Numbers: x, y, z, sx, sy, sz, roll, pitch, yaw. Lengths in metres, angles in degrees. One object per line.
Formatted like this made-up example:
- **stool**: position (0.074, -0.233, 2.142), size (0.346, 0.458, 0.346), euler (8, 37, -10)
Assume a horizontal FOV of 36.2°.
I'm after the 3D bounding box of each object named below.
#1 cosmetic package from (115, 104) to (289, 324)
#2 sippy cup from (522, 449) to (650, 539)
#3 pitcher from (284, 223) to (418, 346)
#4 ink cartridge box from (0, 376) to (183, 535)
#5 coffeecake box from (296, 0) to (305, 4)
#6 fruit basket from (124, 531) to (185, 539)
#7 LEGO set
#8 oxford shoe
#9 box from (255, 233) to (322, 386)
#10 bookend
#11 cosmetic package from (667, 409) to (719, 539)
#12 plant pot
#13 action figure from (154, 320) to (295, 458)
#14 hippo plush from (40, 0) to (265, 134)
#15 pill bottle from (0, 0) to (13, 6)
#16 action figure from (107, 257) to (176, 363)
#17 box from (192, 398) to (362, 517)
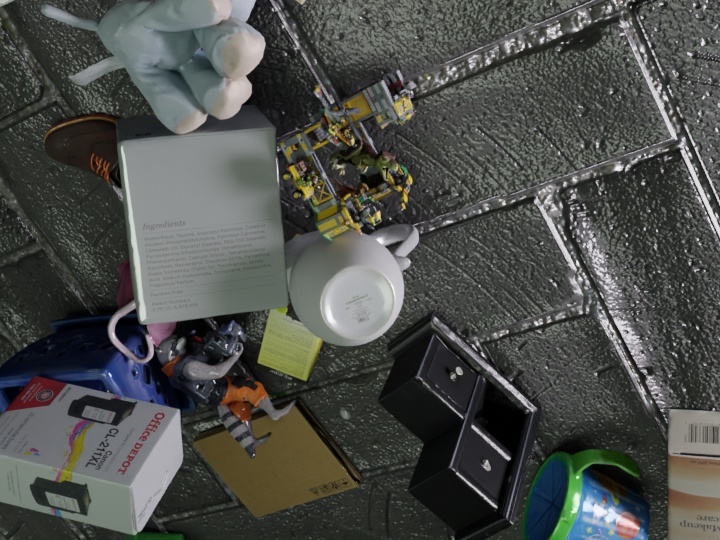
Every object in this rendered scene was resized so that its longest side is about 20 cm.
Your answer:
- **cosmetic package**: position (-0.177, -0.066, 1.216), size (0.166, 0.167, 0.200), euler (-7, 108, -11)
- **sippy cup**: position (0.295, 0.317, 1.416), size (0.130, 0.140, 0.178), euler (21, 153, -8)
- **pitcher**: position (0.000, 0.000, 1.223), size (0.171, 0.200, 0.121), euler (-25, 107, -5)
- **ink cartridge box**: position (-0.331, 0.217, 1.318), size (0.200, 0.146, 0.083), euler (11, 123, 11)
- **coffeecake box**: position (-0.097, -0.380, 1.051), size (0.200, 0.073, 0.154), euler (32, 129, -4)
- **fruit basket**: position (-0.357, 0.527, 1.784), size (0.215, 0.156, 0.216), euler (-1, 120, -1)
- **LEGO set**: position (0.012, -0.129, 1.168), size (0.116, 0.200, 0.154), euler (-23, 94, 29)
- **oxford shoe**: position (-0.301, -0.140, 1.329), size (0.200, 0.073, 0.071), euler (6, 126, 15)
- **box**: position (-0.077, 0.053, 1.402), size (0.075, 0.050, 0.200), euler (20, 128, 5)
- **bookend**: position (0.106, 0.192, 1.341), size (0.200, 0.199, 0.092), euler (42, 128, -11)
- **cosmetic package**: position (0.430, 0.276, 1.358), size (0.103, 0.087, 0.200), euler (0, 124, 18)
- **plant pot**: position (-0.346, 0.165, 1.492), size (0.200, 0.180, 0.200), euler (-6, 121, 23)
- **action figure**: position (-0.183, 0.142, 1.423), size (0.193, 0.105, 0.200), euler (36, 155, 1)
- **hippo plush**: position (-0.180, -0.242, 1.124), size (0.200, 0.161, 0.160), euler (-7, 123, 15)
- **pill bottle**: position (-0.421, -0.386, 1.175), size (0.109, 0.109, 0.200), euler (-12, 119, 26)
- **action figure**: position (-0.251, -0.008, 1.361), size (0.134, 0.149, 0.200), euler (35, 134, -2)
- **box**: position (-0.122, 0.274, 1.590), size (0.200, 0.021, 0.164), euler (-23, 114, 31)
